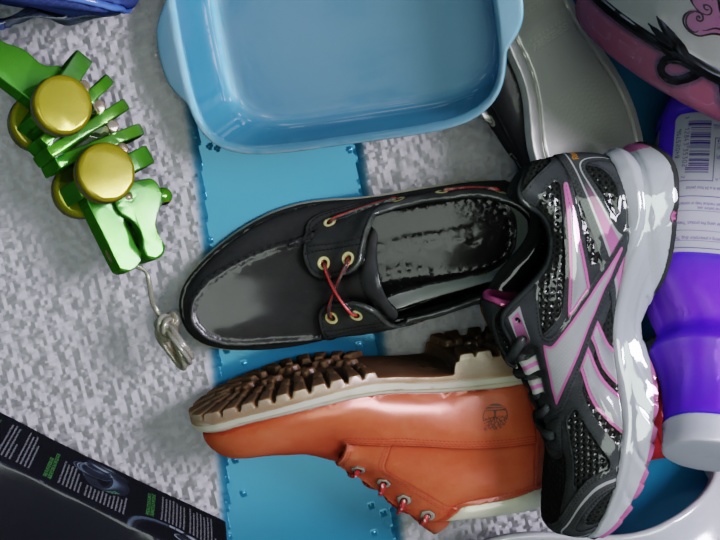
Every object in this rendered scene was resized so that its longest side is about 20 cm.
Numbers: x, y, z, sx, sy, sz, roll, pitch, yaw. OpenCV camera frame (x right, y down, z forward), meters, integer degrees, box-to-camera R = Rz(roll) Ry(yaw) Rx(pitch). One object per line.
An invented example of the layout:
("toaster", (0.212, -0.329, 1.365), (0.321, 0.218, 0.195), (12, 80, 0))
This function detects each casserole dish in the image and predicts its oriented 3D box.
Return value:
("casserole dish", (-0.009, -0.127, 0.762), (0.198, 0.039, 0.122), (-6, 101, 24))

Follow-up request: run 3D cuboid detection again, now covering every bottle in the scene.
("bottle", (0.187, 0.001, 0.775), (0.083, 0.065, 0.202), (8, 66, 4))

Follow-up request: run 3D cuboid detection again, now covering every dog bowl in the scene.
("dog bowl", (0.196, -0.127, 0.746), (0.199, 0.201, 0.074), (20, 116, -8))

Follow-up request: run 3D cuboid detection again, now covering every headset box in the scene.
("headset box", (-0.195, 0.174, 0.782), (0.199, 0.093, 0.175), (28, 92, -8))

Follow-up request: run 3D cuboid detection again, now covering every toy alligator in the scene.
("toy alligator", (-0.126, -0.046, 0.783), (0.054, 0.059, 0.201), (-36, 99, -25))

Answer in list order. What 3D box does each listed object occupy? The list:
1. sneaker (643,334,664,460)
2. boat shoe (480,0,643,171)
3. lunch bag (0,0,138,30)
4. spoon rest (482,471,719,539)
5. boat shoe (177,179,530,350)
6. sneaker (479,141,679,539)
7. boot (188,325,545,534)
("sneaker", (0.222, 0.072, 0.801), (0.198, 0.113, 0.072), (-19, 114, -3))
("boat shoe", (0.088, -0.100, 0.798), (0.074, 0.060, 0.201), (-33, 102, -28))
("lunch bag", (-0.198, -0.181, 0.719), (0.198, 0.136, 0.134), (6, 95, -6))
("spoon rest", (0.126, 0.168, 0.832), (0.199, 0.061, 0.100), (-32, 99, -3))
("boat shoe", (-0.001, -0.003, 0.800), (0.200, 0.063, 0.074), (-15, 100, -3))
("sneaker", (0.099, 0.034, 0.761), (0.086, 0.080, 0.202), (2, 98, -11))
("boot", (0.010, 0.095, 0.807), (0.198, 0.075, 0.108), (-5, 102, -7))
